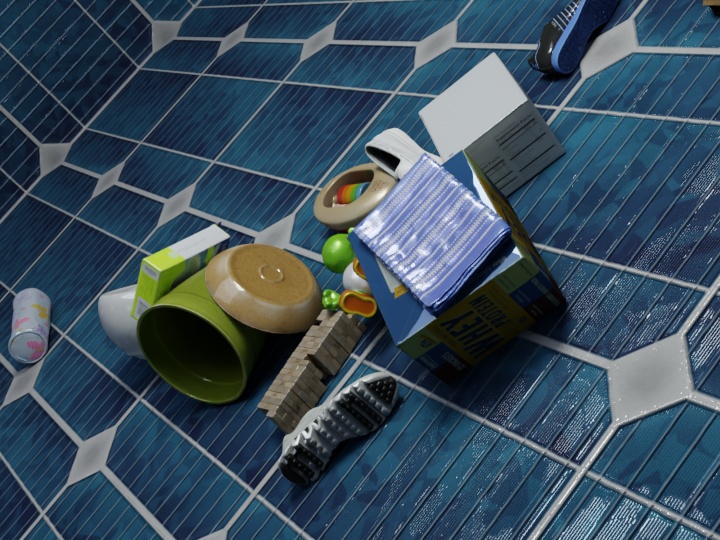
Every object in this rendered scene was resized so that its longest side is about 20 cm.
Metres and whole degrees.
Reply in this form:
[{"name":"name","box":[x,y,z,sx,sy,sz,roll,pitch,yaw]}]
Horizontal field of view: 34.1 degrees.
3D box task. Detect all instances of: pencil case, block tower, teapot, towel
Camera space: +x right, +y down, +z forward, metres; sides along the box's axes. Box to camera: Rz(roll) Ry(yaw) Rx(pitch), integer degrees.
[{"name":"pencil case","box":[-0.723,0.120,2.562,0.091,0.083,0.200,-44,28,11]},{"name":"block tower","box":[-0.073,0.146,1.727,0.058,0.054,0.201,2,52,54]},{"name":"teapot","box":[-0.363,0.096,2.075,0.195,0.148,0.200,-11,4,18]},{"name":"towel","box":[0.086,-0.049,1.472,0.145,0.024,0.200,-47,47,4]}]

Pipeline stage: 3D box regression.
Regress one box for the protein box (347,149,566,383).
[{"name":"protein box","box":[0.122,-0.004,1.528,0.198,0.135,0.201,-36,50,14]}]

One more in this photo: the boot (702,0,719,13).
[{"name":"boot","box":[0.558,-0.397,1.632,0.200,0.073,0.076,13,80,62]}]

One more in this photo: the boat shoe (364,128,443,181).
[{"name":"boat shoe","box":[0.081,-0.157,1.843,0.068,0.072,0.200,-28,54,-24]}]

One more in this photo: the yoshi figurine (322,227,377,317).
[{"name":"yoshi figurine","box":[-0.015,-0.002,1.739,0.111,0.113,0.200,-19,13,1]}]

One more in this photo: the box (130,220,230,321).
[{"name":"box","box":[-0.291,0.004,1.951,0.200,0.047,0.123,-32,-32,-50]}]

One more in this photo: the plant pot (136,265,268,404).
[{"name":"plant pot","box":[-0.227,0.075,1.897,0.199,0.201,0.193,-17,27,39]}]

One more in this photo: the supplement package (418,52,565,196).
[{"name":"supplement package","box":[0.197,-0.214,1.792,0.155,0.111,0.201,-37,30,12]}]

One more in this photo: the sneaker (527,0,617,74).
[{"name":"sneaker","box":[0.341,-0.401,1.893,0.078,0.070,0.201,14,63,50]}]

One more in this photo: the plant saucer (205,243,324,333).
[{"name":"plant saucer","box":[-0.144,0.017,1.847,0.201,0.198,0.036,-90,21,-53]}]

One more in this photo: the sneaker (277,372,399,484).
[{"name":"sneaker","box":[-0.035,0.201,1.594,0.200,0.075,0.081,-39,20,8]}]

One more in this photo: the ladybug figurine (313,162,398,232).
[{"name":"ladybug figurine","box":[0.004,-0.114,1.947,0.199,0.072,0.136,3,53,54]}]
